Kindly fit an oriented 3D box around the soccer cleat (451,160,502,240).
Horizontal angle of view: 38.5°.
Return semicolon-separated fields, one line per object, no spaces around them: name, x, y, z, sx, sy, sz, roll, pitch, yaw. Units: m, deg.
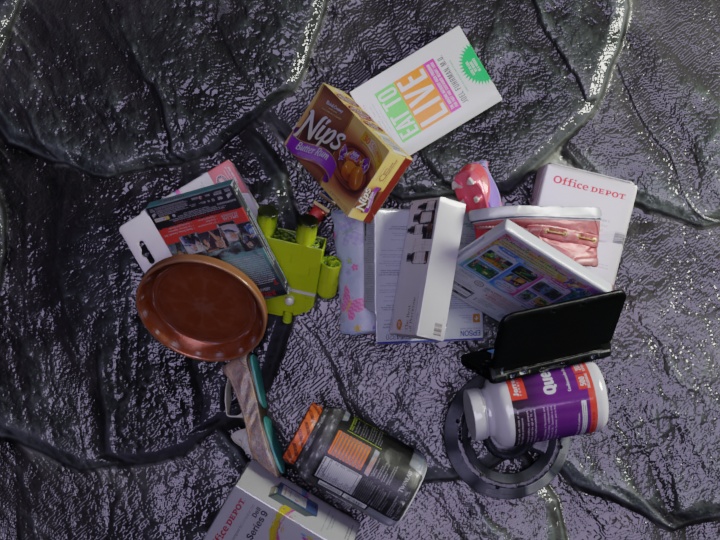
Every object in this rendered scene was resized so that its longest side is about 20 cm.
soccer cleat;0.198;-0.069;1.561;0.067;0.076;0.201;-8;110;43

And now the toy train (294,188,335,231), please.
toy train;-0.074;-0.081;1.598;0.034;0.046;0.200;36;91;0

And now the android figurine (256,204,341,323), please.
android figurine;-0.121;-0.003;1.557;0.181;0.041;0.201;14;127;0

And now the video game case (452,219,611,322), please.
video game case;0.230;0.017;1.503;0.200;0.182;0.024;30;52;-20

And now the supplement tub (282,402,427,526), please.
supplement tub;-0.009;0.290;1.565;0.200;0.123;0.123;29;91;0

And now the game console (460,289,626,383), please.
game console;0.262;0.085;1.505;0.199;0.176;0.117;-10;102;-17

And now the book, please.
book;0.100;-0.268;1.599;0.200;0.048;0.134;-32;92;-2

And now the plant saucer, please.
plant saucer;-0.237;0.055;1.551;0.199;0.032;0.201;6;129;7

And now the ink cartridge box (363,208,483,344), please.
ink cartridge box;0.097;0.008;1.560;0.196;0.043;0.201;0;91;-29

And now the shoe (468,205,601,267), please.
shoe;0.254;-0.046;1.492;0.199;0.071;0.091;0;90;-12

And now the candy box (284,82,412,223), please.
candy box;-0.021;-0.176;1.523;0.117;0.056;0.200;-55;50;19

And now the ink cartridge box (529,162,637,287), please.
ink cartridge box;0.324;-0.050;1.577;0.146;0.083;0.201;14;91;0

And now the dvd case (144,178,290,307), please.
dvd case;-0.207;-0.031;1.514;0.145;0.022;0.200;-14;121;20

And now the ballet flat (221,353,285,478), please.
ballet flat;-0.169;0.228;1.585;0.067;0.068;0.201;-18;70;6

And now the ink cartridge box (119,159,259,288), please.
ink cartridge box;-0.255;-0.069;1.589;0.200;0.067;0.117;-30;91;-1

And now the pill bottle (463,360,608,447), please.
pill bottle;0.258;0.198;1.533;0.199;0.112;0.113;-9;91;-6

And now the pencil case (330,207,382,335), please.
pencil case;0.000;0.000;1.579;0.091;0.083;0.201;-4;91;44

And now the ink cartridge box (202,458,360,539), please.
ink cartridge box;-0.124;0.404;1.567;0.200;0.088;0.146;32;112;2

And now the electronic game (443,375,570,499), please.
electronic game;0.228;0.253;1.602;0.199;0.042;0.201;0;84;-4

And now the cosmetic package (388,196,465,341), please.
cosmetic package;0.095;-0.002;1.491;0.050;0.082;0.201;13;83;-26
